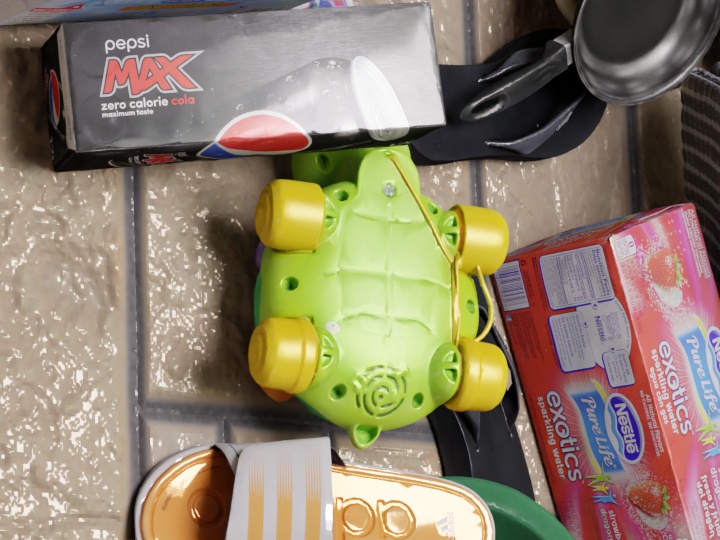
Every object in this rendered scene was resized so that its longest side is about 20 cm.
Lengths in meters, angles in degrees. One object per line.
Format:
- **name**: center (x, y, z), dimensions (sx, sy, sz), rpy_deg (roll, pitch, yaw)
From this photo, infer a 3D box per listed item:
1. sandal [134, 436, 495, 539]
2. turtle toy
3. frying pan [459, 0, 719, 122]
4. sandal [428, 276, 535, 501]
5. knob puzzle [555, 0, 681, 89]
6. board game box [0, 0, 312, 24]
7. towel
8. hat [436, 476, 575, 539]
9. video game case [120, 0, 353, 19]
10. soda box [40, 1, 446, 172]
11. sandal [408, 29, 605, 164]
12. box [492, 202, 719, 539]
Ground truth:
- **sandal**: center (-0.016, 0.123, 1.319), dimensions (0.205, 0.059, 0.080), rpy_deg (3, 68, -22)
- **turtle toy**: center (0.000, 0.000, 1.374), dimensions (0.145, 0.101, 0.202), rpy_deg (8, 72, -21)
- **frying pan**: center (0.144, -0.129, 1.517), dimensions (0.190, 0.031, 0.115), rpy_deg (-43, 134, -4)
- **sandal**: center (0.070, 0.070, 1.475), dimensions (0.076, 0.043, 0.202), rpy_deg (-26, 101, -46)
- **knob puzzle**: center (0.151, -0.202, 1.611), dimensions (0.219, 0.030, 0.221), rpy_deg (35, 45, -46)
- **board game box**: center (-0.052, -0.166, 1.252), dimensions (0.199, 0.199, 0.042), rpy_deg (-8, 86, -46)
- **towel**: center (0.250, -0.038, 1.565), dimensions (0.085, 0.200, 0.167), rpy_deg (-7, 104, -10)
- **hat**: center (0.042, 0.242, 1.423), dimensions (0.164, 0.176, 0.201), rpy_deg (6, 60, -11)
- **video game case**: center (-0.087, -0.182, 1.381), dimensions (0.182, 0.024, 0.201), rpy_deg (-28, 101, -46)
- **soda box**: center (-0.060, -0.095, 1.299), dimensions (0.198, 0.063, 0.071), rpy_deg (-6, 84, -17)
- **sandal**: center (0.093, -0.101, 1.525), dimensions (0.199, 0.043, 0.077), rpy_deg (-20, 96, -47)
- **box**: center (0.166, 0.071, 1.535), dimensions (0.095, 0.099, 0.202), rpy_deg (-20, 95, -46)
